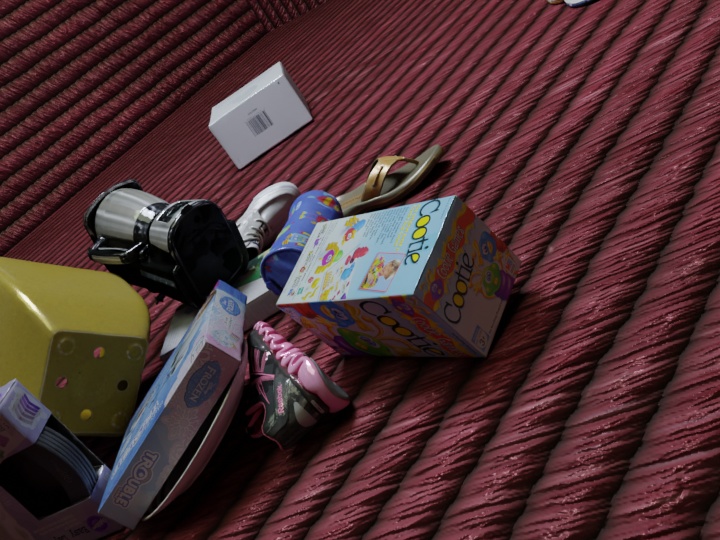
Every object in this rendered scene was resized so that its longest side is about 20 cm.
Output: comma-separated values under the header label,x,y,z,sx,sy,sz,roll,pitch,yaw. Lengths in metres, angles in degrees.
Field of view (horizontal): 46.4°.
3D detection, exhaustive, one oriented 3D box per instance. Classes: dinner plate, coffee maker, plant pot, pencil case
label,x,y,z,sx,sy,sz,roll,pitch,yaw
dinner plate,-0.160,0.159,0.841,0.201,0.024,0.201,-52,15,20
coffee maker,-0.255,-0.026,1.166,0.199,0.192,0.135,16,71,39
plant pot,-0.355,0.106,1.007,0.199,0.193,0.197,16,95,49
pencil case,-0.072,-0.032,1.070,0.087,0.078,0.200,-38,16,22

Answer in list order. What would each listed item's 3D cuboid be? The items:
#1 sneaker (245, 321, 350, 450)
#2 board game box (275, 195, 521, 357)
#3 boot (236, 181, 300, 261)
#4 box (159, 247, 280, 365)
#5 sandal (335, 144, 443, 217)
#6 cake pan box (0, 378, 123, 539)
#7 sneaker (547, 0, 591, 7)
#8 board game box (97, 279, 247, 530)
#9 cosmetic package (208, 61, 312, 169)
label,x,y,z,sx,sy,sz,roll,pitch,yaw
sneaker,-0.088,0.117,0.836,0.096,0.079,0.200,-50,23,-7
board game box,0.032,0.013,0.791,0.199,0.103,0.105,-6,51,51
boot,-0.158,-0.047,1.270,0.200,0.074,0.096,-45,28,0
box,-0.173,0.045,1.137,0.199,0.036,0.145,-30,23,11
sandal,0.024,-0.125,1.169,0.199,0.054,0.081,-24,25,27
cake pan box,-0.357,0.218,0.857,0.199,0.185,0.052,-25,28,21
sneaker,0.351,-0.497,1.404,0.075,0.088,0.200,-36,23,-7
board game box,-0.186,0.127,0.864,0.201,0.043,0.199,-56,15,10
cosmetic package,-0.225,-0.352,1.889,0.199,0.123,0.200,-33,23,6
